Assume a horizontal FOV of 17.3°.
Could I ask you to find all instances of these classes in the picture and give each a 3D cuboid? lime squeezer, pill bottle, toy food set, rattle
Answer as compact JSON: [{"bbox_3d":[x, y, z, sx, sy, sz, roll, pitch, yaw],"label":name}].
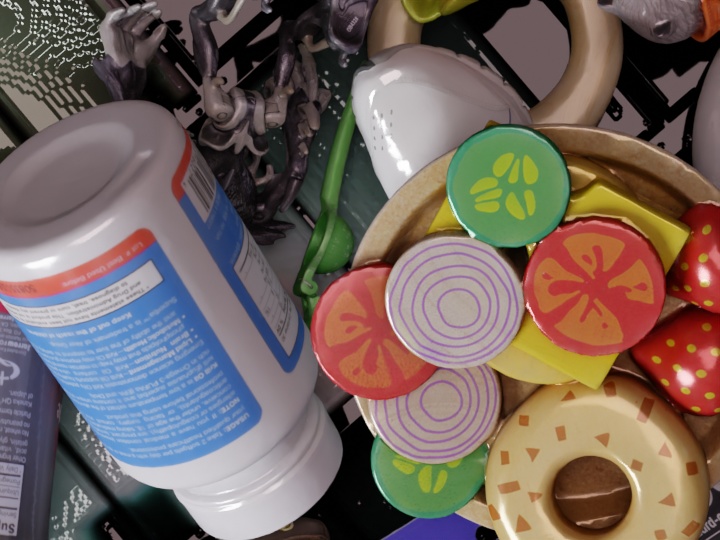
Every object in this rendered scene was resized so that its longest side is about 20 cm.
[{"bbox_3d":[0.000,0.000,1.163,0.070,0.038,0.201,-15,87,3],"label":"lime squeezer"},{"bbox_3d":[-0.088,0.030,1.095,0.112,0.112,0.200,-28,122,3],"label":"pill bottle"},{"bbox_3d":[0.082,0.033,1.032,0.197,0.049,0.200,27,110,-1],"label":"toy food set"},{"bbox_3d":[0.069,-0.078,1.112,0.130,0.143,0.201,5,83,-14],"label":"rattle"},{"bbox_3d":[-0.200,0.094,1.127,0.110,0.111,0.201,5,82,4],"label":"pill bottle"}]

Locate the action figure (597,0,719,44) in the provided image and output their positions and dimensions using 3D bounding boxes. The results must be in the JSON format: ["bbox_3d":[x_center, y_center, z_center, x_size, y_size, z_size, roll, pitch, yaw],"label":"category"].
[{"bbox_3d":[0.188,-0.178,1.072,0.193,0.200,0.105,-44,79,-5],"label":"action figure"}]

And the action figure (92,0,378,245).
[{"bbox_3d":[-0.065,-0.083,1.137,0.118,0.102,0.200,14,132,-22],"label":"action figure"}]

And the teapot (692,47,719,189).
[{"bbox_3d":[0.251,-0.063,1.092,0.196,0.146,0.201,5,89,4],"label":"teapot"}]

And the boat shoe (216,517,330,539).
[{"bbox_3d":[-0.102,0.175,1.156,0.199,0.072,0.060,-21,47,16],"label":"boat shoe"}]

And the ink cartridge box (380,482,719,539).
[{"bbox_3d":[0.118,0.156,1.079,0.198,0.043,0.200,-30,62,-21],"label":"ink cartridge box"}]

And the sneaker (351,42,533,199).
[{"bbox_3d":[0.059,-0.016,1.083,0.074,0.087,0.200,-26,117,17],"label":"sneaker"}]
